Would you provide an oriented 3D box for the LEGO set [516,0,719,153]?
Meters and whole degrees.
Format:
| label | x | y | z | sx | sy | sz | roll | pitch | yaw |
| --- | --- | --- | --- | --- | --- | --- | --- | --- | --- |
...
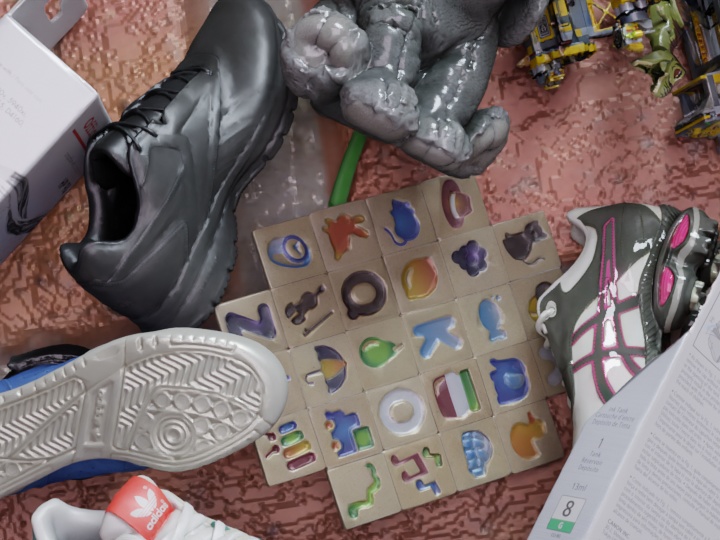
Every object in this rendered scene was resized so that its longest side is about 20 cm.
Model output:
| label | x | y | z | sx | sy | sz | roll | pitch | yaw |
| --- | --- | --- | --- | --- | --- | --- | --- | --- | --- |
| LEGO set | 0.172 | -0.115 | 1.143 | 0.153 | 0.200 | 0.116 | -12 | 85 | -23 |

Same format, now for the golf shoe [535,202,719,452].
| label | x | y | z | sx | sy | sz | roll | pitch | yaw |
| --- | --- | --- | --- | --- | --- | --- | --- | --- | --- |
| golf shoe | 0.132 | 0.054 | 1.164 | 0.088 | 0.077 | 0.200 | 11 | 63 | 18 |

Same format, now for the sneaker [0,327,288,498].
| label | x | y | z | sx | sy | sz | roll | pitch | yaw |
| --- | --- | --- | --- | --- | --- | --- | --- | --- | --- |
| sneaker | -0.125 | 0.069 | 1.137 | 0.199 | 0.111 | 0.077 | -18 | 96 | 13 |

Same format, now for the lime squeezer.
| label | x | y | z | sx | sy | sz | roll | pitch | yaw |
| --- | --- | --- | --- | --- | --- | --- | --- | --- | --- |
| lime squeezer | 0.000 | 0.000 | 1.192 | 0.070 | 0.038 | 0.201 | -11 | 83 | -2 |

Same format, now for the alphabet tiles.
| label | x | y | z | sx | sy | sz | roll | pitch | yaw |
| --- | --- | --- | --- | --- | --- | --- | --- | --- | --- |
| alphabet tiles | 0.026 | 0.040 | 1.173 | 0.199 | 0.006 | 0.167 | -16 | 84 | -20 |

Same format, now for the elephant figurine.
| label | x | y | z | sx | sy | sz | roll | pitch | yaw |
| --- | --- | --- | --- | --- | --- | --- | --- | --- | --- |
| elephant figurine | 0.051 | -0.158 | 1.124 | 0.155 | 0.141 | 0.200 | 27 | 92 | 25 |

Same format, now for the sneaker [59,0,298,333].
| label | x | y | z | sx | sy | sz | roll | pitch | yaw |
| --- | --- | --- | --- | --- | --- | --- | --- | --- | --- |
| sneaker | -0.096 | -0.067 | 1.154 | 0.091 | 0.076 | 0.201 | 31 | 64 | -34 |

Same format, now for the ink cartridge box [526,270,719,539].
| label | x | y | z | sx | sy | sz | roll | pitch | yaw |
| --- | --- | --- | --- | --- | --- | --- | --- | --- | --- |
| ink cartridge box | 0.186 | 0.098 | 1.106 | 0.161 | 0.050 | 0.200 | 39 | 69 | -30 |

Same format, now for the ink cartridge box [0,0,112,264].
| label | x | y | z | sx | sy | sz | roll | pitch | yaw |
| --- | --- | --- | --- | --- | --- | --- | --- | --- | --- |
| ink cartridge box | -0.195 | -0.061 | 1.156 | 0.067 | 0.116 | 0.200 | 41 | 85 | 4 |

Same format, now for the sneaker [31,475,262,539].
| label | x | y | z | sx | sy | sz | roll | pitch | yaw |
| --- | --- | --- | --- | --- | --- | --- | --- | --- | --- |
| sneaker | -0.083 | 0.149 | 1.055 | 0.070 | 0.199 | 0.094 | -46 | 123 | -43 |
